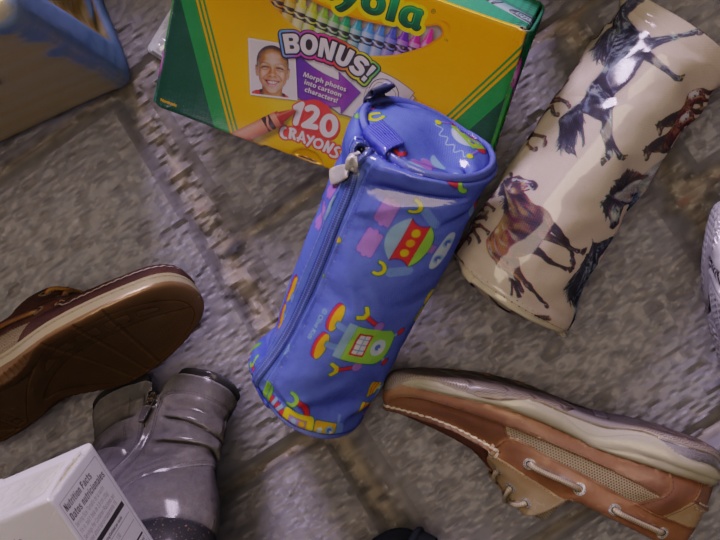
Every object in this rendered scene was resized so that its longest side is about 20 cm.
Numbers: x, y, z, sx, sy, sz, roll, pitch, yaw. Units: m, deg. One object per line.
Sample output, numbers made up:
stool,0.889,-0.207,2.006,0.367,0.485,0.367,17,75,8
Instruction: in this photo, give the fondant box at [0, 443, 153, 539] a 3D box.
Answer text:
fondant box,-0.157,0.208,0.692,0.144,0.058,0.201,-24,105,21

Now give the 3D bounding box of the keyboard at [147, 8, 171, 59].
keyboard,-0.039,-0.110,0.809,0.200,0.011,0.056,33,87,9

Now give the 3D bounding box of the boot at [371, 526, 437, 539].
boot,-0.065,0.208,0.769,0.162,0.073,0.199,28,90,15

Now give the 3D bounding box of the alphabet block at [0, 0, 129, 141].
alphabet block,-0.281,-0.173,0.758,0.199,0.195,0.197,-23,82,6

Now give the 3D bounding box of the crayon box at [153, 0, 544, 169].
crayon box,-0.009,-0.123,0.744,0.199,0.058,0.119,21,120,7

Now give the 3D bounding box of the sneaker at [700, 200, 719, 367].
sneaker,0.260,0.050,0.721,0.114,0.075,0.201,-13,90,8

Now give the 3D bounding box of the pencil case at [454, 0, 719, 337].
pencil case,0.135,-0.062,0.744,0.078,0.089,0.200,35,93,37

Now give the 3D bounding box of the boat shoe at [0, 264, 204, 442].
boat shoe,-0.184,0.038,0.790,0.199,0.072,0.072,-30,50,21

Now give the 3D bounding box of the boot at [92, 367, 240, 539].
boot,-0.163,0.135,0.775,0.199,0.070,0.132,-12,48,15

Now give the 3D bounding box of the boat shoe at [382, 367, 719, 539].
boat shoe,0.104,0.107,0.743,0.199,0.076,0.072,17,92,11

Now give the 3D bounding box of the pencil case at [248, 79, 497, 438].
pencil case,0.000,0.000,0.719,0.078,0.087,0.201,55,131,40
